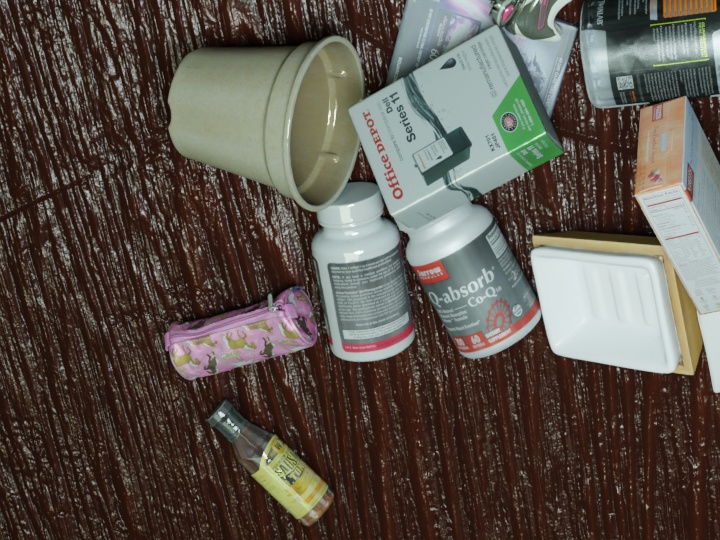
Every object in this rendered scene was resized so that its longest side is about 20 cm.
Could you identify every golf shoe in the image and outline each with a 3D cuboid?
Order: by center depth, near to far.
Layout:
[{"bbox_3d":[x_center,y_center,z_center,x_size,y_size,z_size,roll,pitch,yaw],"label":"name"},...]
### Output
[{"bbox_3d":[0.213,-0.347,1.585,0.087,0.077,0.201,23,119,-1],"label":"golf shoe"}]

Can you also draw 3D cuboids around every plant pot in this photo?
[{"bbox_3d":[-0.117,-0.184,1.701,0.182,0.200,0.203,12,117,24],"label":"plant pot"}]

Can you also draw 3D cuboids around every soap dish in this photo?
[{"bbox_3d":[0.300,0.031,1.685,0.199,0.081,0.159,7,119,47],"label":"soap dish"}]

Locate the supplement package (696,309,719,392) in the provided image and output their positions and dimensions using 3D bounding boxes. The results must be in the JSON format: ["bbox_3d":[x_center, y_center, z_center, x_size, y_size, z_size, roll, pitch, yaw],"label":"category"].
[{"bbox_3d":[0.491,0.049,1.654,0.198,0.121,0.121,-10,111,19],"label":"supplement package"}]

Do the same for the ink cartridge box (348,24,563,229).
[{"bbox_3d":[0.104,-0.157,1.626,0.199,0.083,0.148,-28,71,16],"label":"ink cartridge box"}]

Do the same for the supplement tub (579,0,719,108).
[{"bbox_3d":[0.342,-0.245,1.565,0.198,0.123,0.124,-4,113,18],"label":"supplement tub"}]

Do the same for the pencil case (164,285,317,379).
[{"bbox_3d":[-0.154,0.082,1.877,0.198,0.083,0.087,-17,109,23],"label":"pencil case"}]

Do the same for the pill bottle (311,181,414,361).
[{"bbox_3d":[0.000,0.000,1.779,0.109,0.111,0.202,-3,113,17],"label":"pill bottle"}]

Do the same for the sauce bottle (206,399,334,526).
[{"bbox_3d":[-0.123,0.256,1.955,0.200,0.066,0.066,43,118,-8],"label":"sauce bottle"}]

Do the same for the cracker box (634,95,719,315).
[{"bbox_3d":[0.359,-0.068,1.572,0.057,0.135,0.201,-13,133,28],"label":"cracker box"}]

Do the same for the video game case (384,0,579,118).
[{"bbox_3d":[0.138,-0.245,1.682,0.198,0.019,0.144,19,117,8],"label":"video game case"}]

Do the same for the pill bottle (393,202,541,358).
[{"bbox_3d":[0.124,-0.007,1.738,0.115,0.116,0.201,-24,105,24],"label":"pill bottle"}]
